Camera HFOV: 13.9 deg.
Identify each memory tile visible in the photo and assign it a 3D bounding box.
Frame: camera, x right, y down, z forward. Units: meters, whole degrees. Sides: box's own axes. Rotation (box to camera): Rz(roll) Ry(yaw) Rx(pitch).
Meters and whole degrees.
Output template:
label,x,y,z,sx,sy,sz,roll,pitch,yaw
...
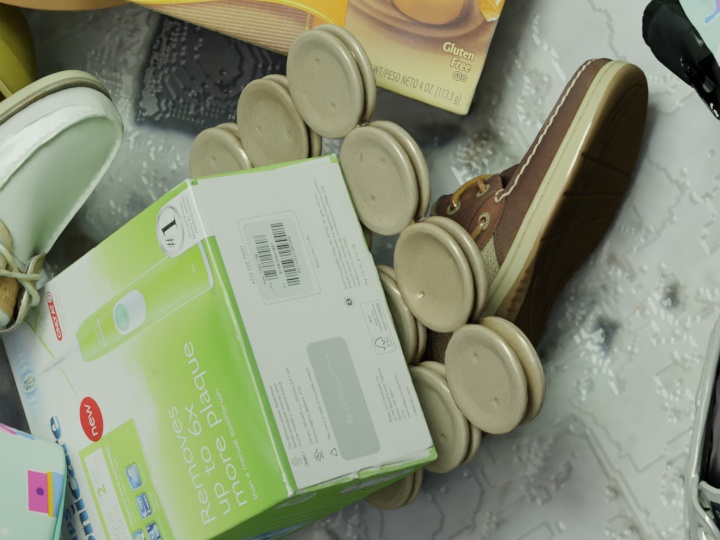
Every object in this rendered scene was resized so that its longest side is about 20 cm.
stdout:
label,x,y,z,sx,sy,sz,roll,pitch,yaw
memory tile,0.000,0.000,1.326,0.153,0.017,0.201,-41,74,52

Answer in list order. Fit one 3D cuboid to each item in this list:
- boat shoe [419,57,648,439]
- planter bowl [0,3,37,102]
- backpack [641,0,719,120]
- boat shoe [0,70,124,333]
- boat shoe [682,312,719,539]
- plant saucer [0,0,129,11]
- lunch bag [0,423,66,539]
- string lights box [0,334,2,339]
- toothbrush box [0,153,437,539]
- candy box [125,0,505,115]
label,x,y,z,sx,sy,sz,roll,pitch,yaw
boat shoe,0.061,-0.015,1.345,0.072,0.072,0.201,33,107,24
planter bowl,-0.222,-0.105,1.446,0.199,0.201,0.084,12,54,25
backpack,0.202,-0.099,1.213,0.127,0.200,0.167,-48,69,14
boat shoe,-0.177,-0.002,1.360,0.200,0.075,0.068,-47,50,6
boat shoe,0.168,0.104,1.289,0.073,0.065,0.202,-3,85,24
plant saucer,-0.141,-0.215,1.404,0.199,0.038,0.201,2,60,-3
lunch bag,-0.213,0.156,1.393,0.200,0.077,0.161,-36,41,51
string lights box,-0.241,-0.041,1.416,0.102,0.201,0.059,13,53,24
toothbrush box,-0.070,0.053,1.342,0.200,0.086,0.147,-31,74,54
candy box,-0.029,-0.157,1.343,0.199,0.055,0.116,18,94,-13
